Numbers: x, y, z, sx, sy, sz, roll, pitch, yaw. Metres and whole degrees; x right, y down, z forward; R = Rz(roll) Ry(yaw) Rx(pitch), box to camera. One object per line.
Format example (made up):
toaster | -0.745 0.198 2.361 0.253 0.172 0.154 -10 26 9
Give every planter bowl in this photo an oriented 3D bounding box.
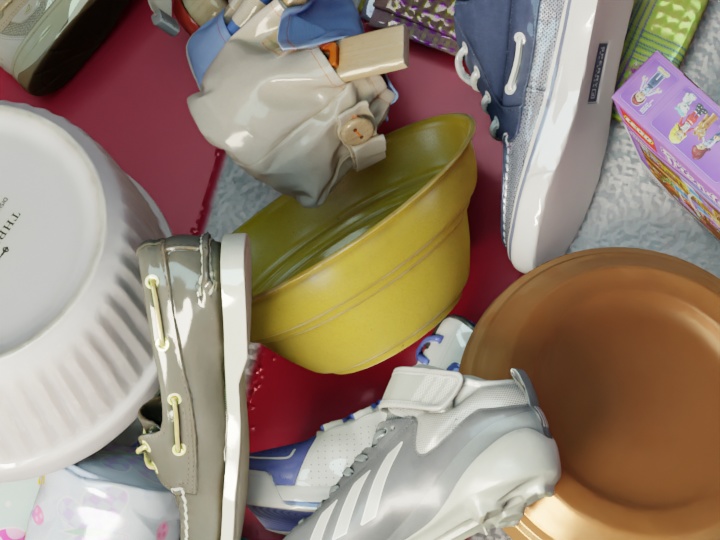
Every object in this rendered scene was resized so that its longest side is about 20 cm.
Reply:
planter bowl | 0.000 0.000 1.560 0.200 0.200 0.084 -33 104 3

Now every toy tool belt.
toy tool belt | -0.036 -0.139 1.597 0.123 0.125 0.200 -45 38 17

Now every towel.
towel | 0.111 -0.179 1.641 0.199 0.023 0.144 22 80 18

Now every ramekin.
ramekin | -0.200 0.004 1.491 0.199 0.105 0.201 -4 65 9

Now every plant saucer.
plant saucer | 0.152 0.076 1.512 0.199 0.037 0.201 4 67 -9

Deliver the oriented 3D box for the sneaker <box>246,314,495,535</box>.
sneaker | 0.033 0.088 1.562 0.198 0.081 0.116 -4 70 5

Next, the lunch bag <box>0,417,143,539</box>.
lunch bag | -0.212 0.052 1.603 0.170 0.122 0.200 -40 74 -6

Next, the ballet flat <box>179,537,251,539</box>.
ballet flat | -0.025 0.194 1.556 0.199 0.068 0.068 11 97 22

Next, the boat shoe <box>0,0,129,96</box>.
boat shoe | -0.156 -0.200 1.687 0.065 0.072 0.200 41 93 19

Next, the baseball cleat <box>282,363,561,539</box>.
baseball cleat | 0.013 0.116 1.483 0.199 0.070 0.107 -26 65 16

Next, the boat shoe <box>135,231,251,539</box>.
boat shoe | -0.089 0.073 1.468 0.060 0.072 0.203 2 115 0

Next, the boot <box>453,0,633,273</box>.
boot | 0.094 -0.103 1.588 0.090 0.073 0.201 16 96 27

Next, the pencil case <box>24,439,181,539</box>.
pencil case | -0.160 0.192 1.541 0.090 0.083 0.201 18 100 23

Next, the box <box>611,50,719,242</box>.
box | 0.227 -0.023 1.508 0.039 0.137 0.200 -45 70 -1
